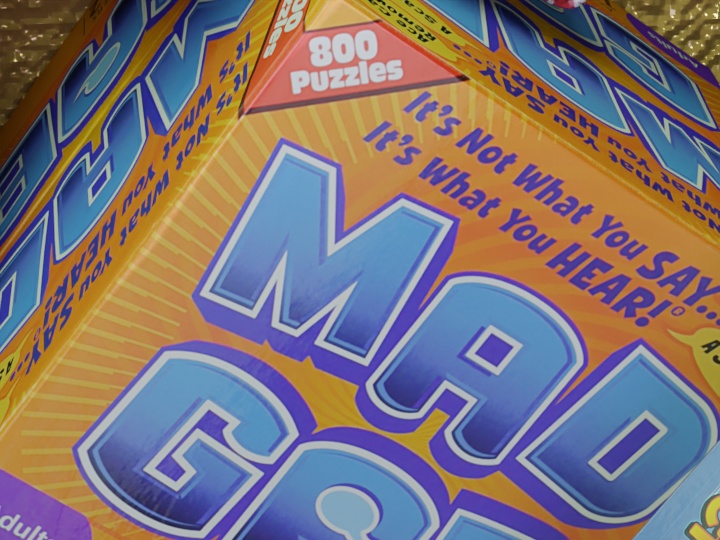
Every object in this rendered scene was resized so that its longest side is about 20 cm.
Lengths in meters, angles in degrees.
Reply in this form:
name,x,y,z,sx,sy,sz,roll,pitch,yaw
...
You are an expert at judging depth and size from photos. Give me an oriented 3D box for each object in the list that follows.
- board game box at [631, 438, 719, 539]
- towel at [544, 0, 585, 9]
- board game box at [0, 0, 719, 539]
name,x,y,z,sx,sy,sz,roll,pitch,yaw
board game box,0.115,0.086,0.757,0.200,0.034,0.135,-51,157,18
towel,-0.032,-0.136,0.740,0.199,0.145,0.023,13,116,-42
board game box,0.000,0.000,0.824,0.199,0.200,0.200,31,110,-21
